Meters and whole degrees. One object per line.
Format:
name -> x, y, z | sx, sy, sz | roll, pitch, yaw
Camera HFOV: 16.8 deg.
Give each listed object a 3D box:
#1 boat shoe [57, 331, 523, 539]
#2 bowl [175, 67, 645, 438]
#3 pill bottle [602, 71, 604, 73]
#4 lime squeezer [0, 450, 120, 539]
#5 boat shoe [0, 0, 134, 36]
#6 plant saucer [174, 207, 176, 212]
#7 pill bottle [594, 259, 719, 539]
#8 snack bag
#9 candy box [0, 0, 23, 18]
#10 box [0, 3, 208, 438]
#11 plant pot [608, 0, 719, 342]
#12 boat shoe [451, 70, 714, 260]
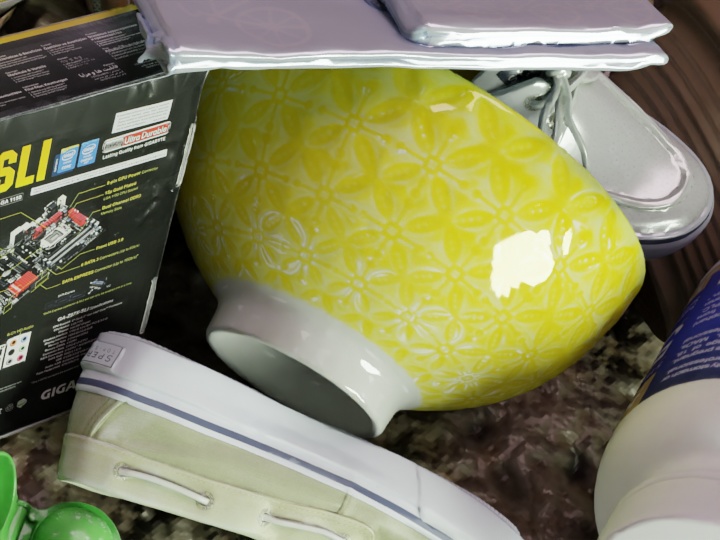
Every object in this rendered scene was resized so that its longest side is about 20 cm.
boat shoe -> -0.028, 0.088, 0.947 | 0.199, 0.072, 0.062 | 26, 81, -21
bowl -> 0.000, 0.000, 0.952 | 0.200, 0.200, 0.108 | 31, 73, -3
pill bottle -> 0.053, -0.095, 1.119 | 0.114, 0.114, 0.200 | 30, 43, -4
lime squeezer -> -0.108, 0.091, 0.890 | 0.200, 0.070, 0.038 | 39, 44, -36
boat shoe -> -0.123, -0.093, 0.983 | 0.071, 0.076, 0.200 | 22, 41, -8
plant saucer -> -0.121, -0.095, 1.069 | 0.200, 0.037, 0.201 | 16, 46, -18
pill bottle -> 0.159, 0.079, 0.958 | 0.120, 0.120, 0.200 | 36, 37, 3
snack bag -> -0.007, -0.124, 0.922 | 0.199, 0.021, 0.189 | -2, 32, -20
candy box -> -0.224, -0.071, 0.832 | 0.061, 0.200, 0.136 | 55, 9, 10
box -> -0.155, -0.001, 0.868 | 0.200, 0.160, 0.049 | -21, 48, -40
plant pot -> 0.158, -0.031, 1.106 | 0.092, 0.201, 0.201 | -24, 61, -3
boat shoe -> 0.062, -0.076, 0.969 | 0.201, 0.086, 0.075 | 30, 60, -5
